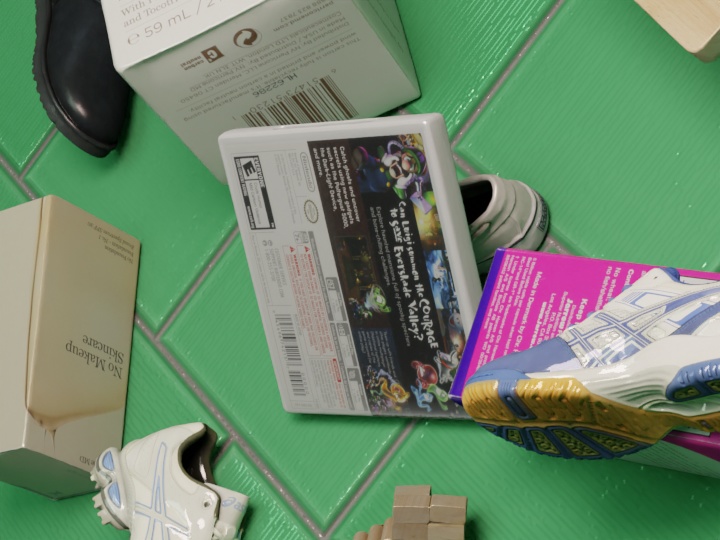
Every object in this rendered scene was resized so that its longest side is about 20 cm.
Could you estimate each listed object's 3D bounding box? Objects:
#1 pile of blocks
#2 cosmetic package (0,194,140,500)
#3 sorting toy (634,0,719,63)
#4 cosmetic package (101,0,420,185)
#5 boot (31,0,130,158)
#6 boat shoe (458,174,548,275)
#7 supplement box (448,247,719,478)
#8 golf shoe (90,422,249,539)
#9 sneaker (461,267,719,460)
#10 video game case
[{"bbox_3d":[-0.004,0.208,1.384,0.200,0.082,0.062,-36,7,11],"label":"pile of blocks"},{"bbox_3d":[-0.229,0.058,1.609,0.073,0.104,0.200,-16,61,34],"label":"cosmetic package"},{"bbox_3d":[0.224,-0.241,1.280,0.199,0.070,0.200,-48,49,12],"label":"sorting toy"},{"bbox_3d":[-0.081,-0.205,1.541,0.167,0.166,0.200,-25,54,13],"label":"cosmetic package"},{"bbox_3d":[-0.179,-0.208,1.711,0.168,0.076,0.200,-37,44,27],"label":"boot"},{"bbox_3d":[0.027,-0.012,1.446,0.200,0.066,0.072,-19,58,33],"label":"boat shoe"},{"bbox_3d":[0.168,0.057,1.266,0.200,0.101,0.103,9,76,42],"label":"supplement box"},{"bbox_3d":[-0.115,0.188,1.472,0.097,0.078,0.200,-30,57,11],"label":"golf shoe"},{"bbox_3d":[0.151,0.046,1.177,0.200,0.075,0.088,-9,52,30],"label":"sneaker"},{"bbox_3d":[0.000,0.000,1.414,0.182,0.023,0.200,-1,108,41],"label":"video game case"}]
